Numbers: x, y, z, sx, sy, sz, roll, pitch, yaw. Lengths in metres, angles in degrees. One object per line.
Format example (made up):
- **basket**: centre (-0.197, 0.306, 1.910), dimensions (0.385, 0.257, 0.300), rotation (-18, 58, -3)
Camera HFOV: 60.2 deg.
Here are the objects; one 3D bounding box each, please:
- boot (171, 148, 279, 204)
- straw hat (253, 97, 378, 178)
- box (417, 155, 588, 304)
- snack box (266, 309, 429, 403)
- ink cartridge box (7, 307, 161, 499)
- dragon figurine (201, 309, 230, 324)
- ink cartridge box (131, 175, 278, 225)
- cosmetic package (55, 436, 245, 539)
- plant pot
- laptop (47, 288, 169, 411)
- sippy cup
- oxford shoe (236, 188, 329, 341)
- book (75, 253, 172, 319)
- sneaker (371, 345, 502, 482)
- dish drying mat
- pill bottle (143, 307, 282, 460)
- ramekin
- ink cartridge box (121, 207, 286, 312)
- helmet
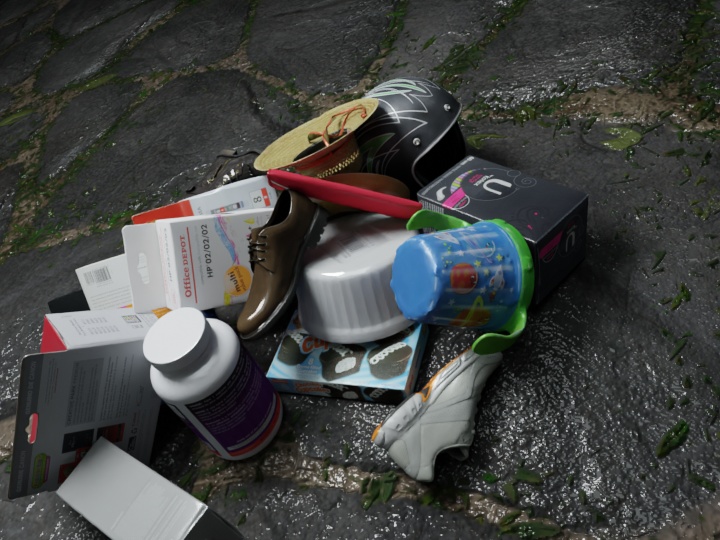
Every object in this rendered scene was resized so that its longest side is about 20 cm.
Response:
- **boot**: centre (-0.257, -0.148, 1.170), dimensions (0.198, 0.070, 0.175), rotation (12, 57, 41)
- **straw hat**: centre (-0.045, -0.160, 0.890), dimensions (0.199, 0.086, 0.202), rotation (-22, 27, 12)
- **box**: centre (0.191, -0.062, 0.848), dimensions (0.122, 0.107, 0.199), rotation (-37, 45, -27)
- **snack box**: centre (-0.016, 0.111, 0.831), dimensions (0.197, 0.037, 0.117), rotation (0, 47, 24)
- **ink cartridge box**: centre (-0.341, 0.156, 0.762), dimensions (0.174, 0.203, 0.084), rotation (-2, 26, -45)
- **dragon figurine**: centre (-0.247, 0.059, 0.935), dimensions (0.058, 0.100, 0.200), rotation (-34, 44, -10)
- **ink cartridge box**: centre (-0.197, -0.031, 0.876), dimensions (0.198, 0.164, 0.050), rotation (-21, 15, -24)
- **cosmetic package**: centre (-0.243, 0.283, 0.716), dimensions (0.198, 0.107, 0.091), rotation (20, 60, 34)
- **plant pot**: centre (-0.022, -0.087, 0.927), dimensions (0.197, 0.200, 0.028), rotation (-11, 72, 13)
- **laptop**: centre (-0.376, 0.120, 0.929), dimensions (0.175, 0.203, 0.103), rotation (-19, 7, 4)
- **sippy cup**: centre (0.111, 0.008, 0.731), dimensions (0.129, 0.142, 0.177), rotation (-1, 13, -29)
- **oxford shoe**: centre (-0.115, -0.011, 0.773), dimensions (0.072, 0.084, 0.202), rotation (-5, 58, 47)
- **book**: centre (-0.293, 0.075, 0.851), dimensions (0.132, 0.203, 0.048), rotation (-15, 10, 10)
- **sneaker**: centre (0.107, 0.164, 0.717), dimensions (0.199, 0.076, 0.092), rotation (-35, 76, -28)
- **dish drying mat**: centre (-0.023, -0.097, 0.806), dimensions (0.197, 0.077, 0.018), rotation (13, 85, -7)
- **pill bottle**: centre (-0.178, 0.137, 0.757), dimensions (0.111, 0.201, 0.113), rotation (-11, 45, 12)
- **ramekin**: centre (0.000, 0.000, 0.851), dimensions (0.197, 0.099, 0.201), rotation (-10, 30, 6)
- **ink cartridge box**: centre (-0.193, -0.013, 0.804), dimensions (0.198, 0.117, 0.068), rotation (-11, 11, -32)
- **helmet**: centre (0.070, -0.205, 0.980), dimensions (0.197, 0.192, 0.202), rotation (-13, 41, 11)
